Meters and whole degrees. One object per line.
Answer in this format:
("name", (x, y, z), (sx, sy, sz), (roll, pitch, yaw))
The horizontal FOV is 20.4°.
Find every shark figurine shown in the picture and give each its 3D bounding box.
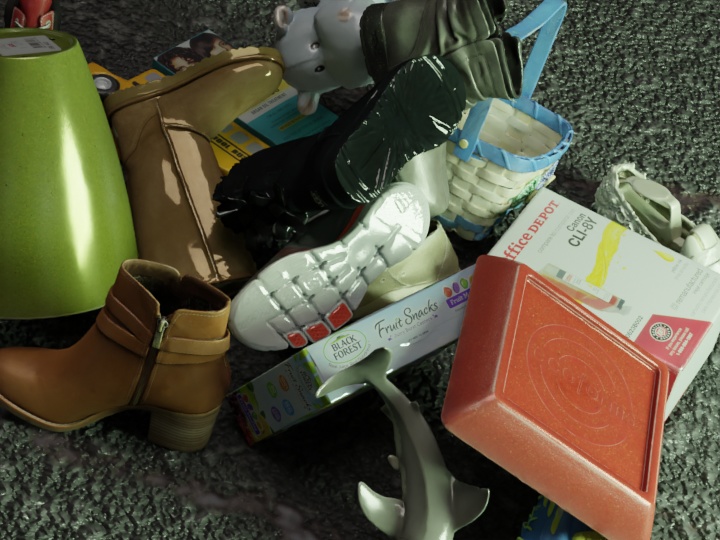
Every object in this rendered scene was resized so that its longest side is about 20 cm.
("shark figurine", (0.052, 0.152, 1.505), (0.089, 0.216, 0.128), (-5, 8, 41))

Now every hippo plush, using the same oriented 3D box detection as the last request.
("hippo plush", (-0.017, -0.237, 1.819), (0.199, 0.160, 0.161), (-4, 17, 35))

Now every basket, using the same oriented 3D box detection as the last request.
("basket", (0.125, -0.143, 1.817), (0.138, 0.201, 0.176), (24, 29, 15))

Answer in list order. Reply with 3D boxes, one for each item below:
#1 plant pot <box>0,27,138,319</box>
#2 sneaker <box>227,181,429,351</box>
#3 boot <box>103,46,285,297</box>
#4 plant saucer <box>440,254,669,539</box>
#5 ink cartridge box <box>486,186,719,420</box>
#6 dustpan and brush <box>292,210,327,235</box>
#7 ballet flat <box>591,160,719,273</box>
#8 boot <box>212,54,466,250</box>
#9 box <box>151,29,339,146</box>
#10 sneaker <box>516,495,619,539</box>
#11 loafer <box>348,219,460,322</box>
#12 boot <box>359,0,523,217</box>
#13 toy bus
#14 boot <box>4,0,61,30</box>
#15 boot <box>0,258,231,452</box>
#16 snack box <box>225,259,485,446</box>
("plant pot", (-0.273, -0.089, 1.625), (0.186, 0.201, 0.187), (2, 21, -1))
("sneaker", (-0.033, -0.003, 1.640), (0.199, 0.077, 0.082), (-34, 22, -22))
("boot", (-0.123, -0.077, 1.727), (0.174, 0.066, 0.201), (-20, 68, 4))
("plant saucer", (0.164, 0.094, 1.550), (0.199, 0.037, 0.201), (35, 39, -15))
("ink cartridge box", (0.206, 0.032, 1.745), (0.199, 0.084, 0.145), (27, 43, 15))
("dustpan and brush", (-0.018, -0.066, 1.797), (0.139, 0.058, 0.200), (-2, 33, 40))
("ballet flat", (0.290, -0.030, 1.850), (0.071, 0.072, 0.200), (-24, 54, -34))
("boot", (-0.020, -0.098, 1.655), (0.198, 0.162, 0.074), (-47, 111, -38))
("box", (-0.101, -0.148, 1.891), (0.200, 0.049, 0.082), (35, 46, 23))
("sneaker", (0.149, 0.204, 1.546), (0.104, 0.076, 0.201), (-1, 44, -14))
("loafer", (0.000, 0.000, 1.723), (0.199, 0.069, 0.075), (-14, 12, -37))
("boot", (0.079, -0.143, 1.702), (0.130, 0.201, 0.068), (-5, 16, 30))
("toy bus", (-0.173, -0.122, 1.831), (0.199, 0.065, 0.078), (35, 46, 22))
("boot", (-0.299, -0.159, 1.781), (0.072, 0.145, 0.201), (5, 43, -12))
("boot", (-0.197, 0.058, 1.556), (0.199, 0.156, 0.077), (18, 42, 6))
("snack box", (0.007, 0.066, 1.610), (0.199, 0.142, 0.053), (-25, 85, -34))
